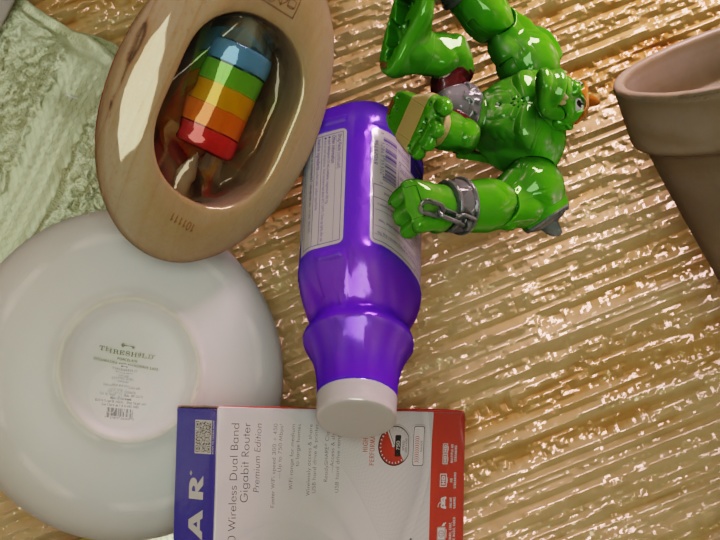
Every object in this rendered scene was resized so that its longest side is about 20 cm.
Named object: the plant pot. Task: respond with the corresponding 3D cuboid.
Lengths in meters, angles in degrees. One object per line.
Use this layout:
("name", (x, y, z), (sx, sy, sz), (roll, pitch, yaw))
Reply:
("plant pot", (0.265, -0.055, 1.338), (0.199, 0.200, 0.175), (-16, 104, 0))

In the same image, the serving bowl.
("serving bowl", (-0.140, 0.061, 1.347), (0.199, 0.066, 0.202), (1, 85, -10))

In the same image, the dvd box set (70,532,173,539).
("dvd box set", (-0.123, 0.227, 1.389), (0.199, 0.029, 0.147), (-13, 86, 1))

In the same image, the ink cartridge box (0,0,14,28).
("ink cartridge box", (-0.262, -0.220, 1.353), (0.084, 0.146, 0.201), (25, 86, 34))

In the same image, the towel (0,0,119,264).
("towel", (-0.205, -0.055, 1.405), (0.148, 0.036, 0.201), (27, 87, 3))

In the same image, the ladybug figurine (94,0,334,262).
("ladybug figurine", (-0.090, -0.103, 1.331), (0.135, 0.072, 0.201), (30, 84, -30))

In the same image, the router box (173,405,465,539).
("router box", (-0.024, 0.181, 1.336), (0.179, 0.049, 0.202), (3, 86, -35))

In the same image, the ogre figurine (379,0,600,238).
("ogre figurine", (0.073, -0.101, 1.361), (0.119, 0.201, 0.098), (19, 127, -30))

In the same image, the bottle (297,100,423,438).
("bottle", (0.000, 0.000, 1.339), (0.065, 0.084, 0.201), (-13, 56, 23))
